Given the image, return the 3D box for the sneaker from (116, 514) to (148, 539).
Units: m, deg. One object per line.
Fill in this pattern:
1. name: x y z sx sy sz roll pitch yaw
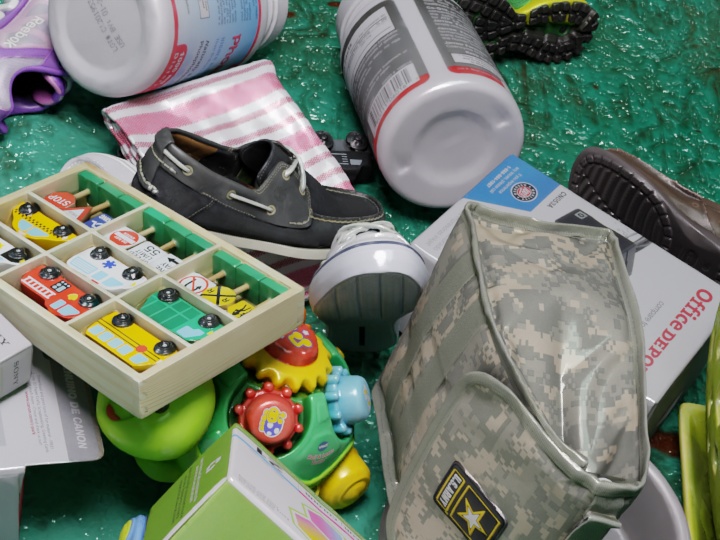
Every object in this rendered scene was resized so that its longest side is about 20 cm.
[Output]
1. sneaker: -0.093 0.224 0.838 0.082 0.071 0.200 3 43 -37

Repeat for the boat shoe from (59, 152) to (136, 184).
1. boat shoe: -0.172 -0.027 1.026 0.068 0.072 0.200 39 15 -42

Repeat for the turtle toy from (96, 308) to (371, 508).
1. turtle toy: -0.076 0.079 0.937 0.199 0.101 0.146 -11 49 -44

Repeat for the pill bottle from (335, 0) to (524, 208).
1. pill bottle: 0.047 -0.149 1.210 0.113 0.114 0.200 2 37 -16

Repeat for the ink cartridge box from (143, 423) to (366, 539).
1. ink cartridge box: -0.037 0.176 0.783 0.148 0.076 0.200 43 4 -9

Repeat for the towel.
1. towel: -0.079 -0.064 1.120 0.146 0.030 0.200 -22 68 -30

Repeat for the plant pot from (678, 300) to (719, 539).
1. plant pot: 0.307 0.128 0.973 0.199 0.182 0.200 13 44 -6

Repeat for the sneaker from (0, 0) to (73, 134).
1. sneaker: -0.245 -0.168 1.176 0.088 0.081 0.200 36 51 9

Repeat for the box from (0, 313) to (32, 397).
1. box: -0.300 0.051 0.837 0.144 0.036 0.200 40 48 21

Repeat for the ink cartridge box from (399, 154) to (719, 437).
1. ink cartridge box: 0.142 0.027 1.091 0.200 0.084 0.145 34 45 16

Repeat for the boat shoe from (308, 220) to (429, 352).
1. boat shoe: 0.000 0.000 0.991 0.073 0.200 0.067 1 75 -7

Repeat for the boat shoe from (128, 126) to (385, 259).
1. boat shoe: -0.059 -0.052 1.037 0.199 0.068 0.072 8 27 -36

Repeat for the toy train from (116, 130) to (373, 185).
1. toy train: -0.084 -0.082 1.168 0.199 0.034 0.046 0 57 -19

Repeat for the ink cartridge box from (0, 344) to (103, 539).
1. ink cartridge box: -0.257 0.068 0.920 0.175 0.084 0.200 -3 47 -20

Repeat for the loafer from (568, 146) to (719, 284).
1. loafer: 0.249 -0.027 1.202 0.200 0.073 0.071 41 37 16

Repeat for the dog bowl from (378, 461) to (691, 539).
1. dog bowl: 0.114 0.168 0.960 0.199 0.059 0.201 9 45 -9

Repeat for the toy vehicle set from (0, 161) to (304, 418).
1. toy vehicle set: -0.146 0.005 0.903 0.200 0.027 0.124 29 42 33

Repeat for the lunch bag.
1. lunch bag: 0.084 0.093 0.864 0.117 0.164 0.201 9 43 -17

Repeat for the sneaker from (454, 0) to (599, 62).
1. sneaker: 0.107 -0.228 1.357 0.199 0.078 0.085 0 39 -31

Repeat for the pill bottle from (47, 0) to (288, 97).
1. pill bottle: -0.140 -0.199 1.187 0.109 0.109 0.200 34 27 17
